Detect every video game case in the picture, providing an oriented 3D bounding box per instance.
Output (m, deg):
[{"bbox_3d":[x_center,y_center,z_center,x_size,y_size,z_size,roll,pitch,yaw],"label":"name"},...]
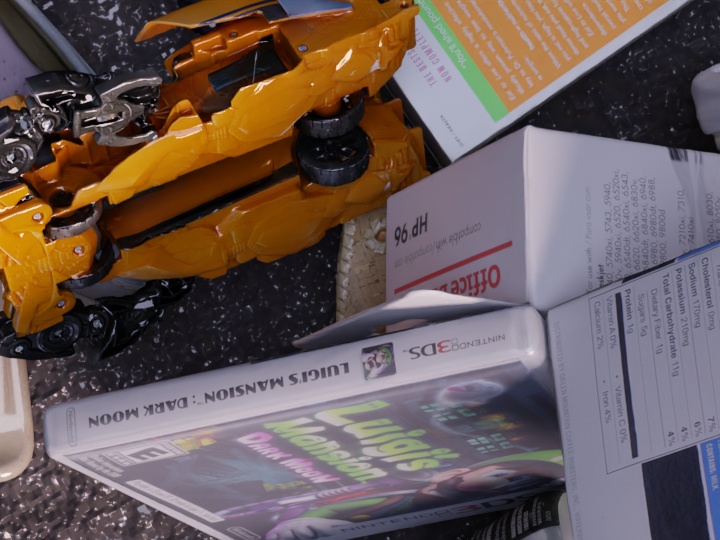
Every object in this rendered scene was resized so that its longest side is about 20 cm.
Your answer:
[{"bbox_3d":[0.005,0.067,0.827,0.181,0.200,0.023,-13,68,16],"label":"video game case"}]

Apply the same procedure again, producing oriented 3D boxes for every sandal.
[{"bbox_3d":[0.000,0.001,0.904,0.211,0.078,0.070,-37,100,3],"label":"sandal"}]

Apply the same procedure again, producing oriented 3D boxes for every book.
[{"bbox_3d":[0.081,-0.153,0.922,0.200,0.048,0.134,-34,90,-3],"label":"book"}]

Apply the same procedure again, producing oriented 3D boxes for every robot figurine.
[{"bbox_3d":[-0.071,-0.041,0.835,0.199,0.145,0.058,-22,50,-14],"label":"robot figurine"}]

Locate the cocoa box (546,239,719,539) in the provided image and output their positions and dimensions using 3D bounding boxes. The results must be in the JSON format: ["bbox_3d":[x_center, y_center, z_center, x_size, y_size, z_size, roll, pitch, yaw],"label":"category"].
[{"bbox_3d":[0.177,0.074,0.728,0.131,0.200,0.134,-25,59,36],"label":"cocoa box"}]

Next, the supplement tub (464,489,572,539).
[{"bbox_3d":[0.032,0.186,0.877,0.200,0.123,0.123,-34,94,16],"label":"supplement tub"}]

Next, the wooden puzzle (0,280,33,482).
[{"bbox_3d":[-0.237,-0.003,0.908,0.184,0.037,0.201,-5,92,-3],"label":"wooden puzzle"}]

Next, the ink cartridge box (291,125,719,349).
[{"bbox_3d":[0.085,-0.003,0.812,0.199,0.116,0.068,6,76,-25],"label":"ink cartridge box"}]

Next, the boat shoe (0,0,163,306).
[{"bbox_3d":[-0.136,-0.064,0.877,0.074,0.065,0.202,-44,111,-25],"label":"boat shoe"}]

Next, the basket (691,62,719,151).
[{"bbox_3d":[0.252,-0.055,0.847,0.135,0.200,0.124,-27,99,-32],"label":"basket"}]

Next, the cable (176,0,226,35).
[{"bbox_3d":[-0.015,-0.188,0.894,0.200,0.051,0.163,-37,69,-1],"label":"cable"}]
